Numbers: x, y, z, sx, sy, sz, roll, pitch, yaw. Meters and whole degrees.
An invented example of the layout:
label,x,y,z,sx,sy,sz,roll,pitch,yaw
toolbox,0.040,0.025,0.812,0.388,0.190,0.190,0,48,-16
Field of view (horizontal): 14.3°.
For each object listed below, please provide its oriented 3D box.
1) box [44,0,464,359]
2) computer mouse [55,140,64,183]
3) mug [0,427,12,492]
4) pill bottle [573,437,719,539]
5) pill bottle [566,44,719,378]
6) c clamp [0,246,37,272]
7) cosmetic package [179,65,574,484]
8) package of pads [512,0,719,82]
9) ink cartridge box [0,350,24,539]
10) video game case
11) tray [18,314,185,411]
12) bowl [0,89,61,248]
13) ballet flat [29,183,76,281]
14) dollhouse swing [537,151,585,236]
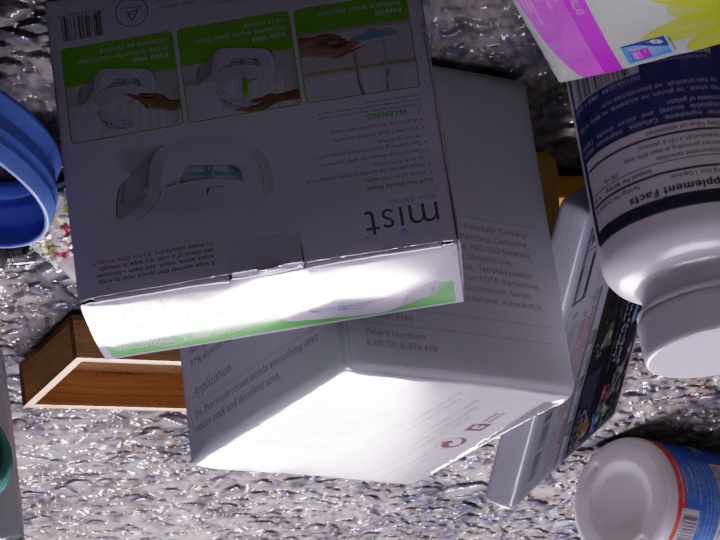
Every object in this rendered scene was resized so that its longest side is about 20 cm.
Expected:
label,x,y,z,sx,sy,sz,roll,pitch,yaw
box,-0.055,-0.062,1.509,0.199,0.177,0.097,-10,159,1
computer mouse,-0.162,-0.078,1.641,0.199,0.034,0.059,-20,166,10
mug,-0.341,0.110,1.884,0.152,0.115,0.185,-26,151,30
pill bottle,0.286,0.208,2.456,0.112,0.113,0.200,-26,153,38
pill bottle,0.183,-0.047,1.613,0.111,0.201,0.111,-8,160,-3
c clamp,-0.295,0.002,1.775,0.199,0.027,0.171,-7,162,-31
cosmetic package,0.000,0.000,1.659,0.166,0.201,0.167,7,155,-34
package of pads,0.150,-0.171,1.460,0.154,0.068,0.200,-13,160,13
ink cartridge box,-0.285,0.158,2.038,0.083,0.146,0.200,-7,159,-8
video game case,0.140,0.027,1.752,0.023,0.201,0.182,21,-156,19
tray,-0.130,0.066,2.019,0.199,0.037,0.099,2,156,-30
bowl,-0.249,-0.073,1.489,0.200,0.040,0.201,17,161,6
ballet flat,-0.139,-0.011,1.725,0.075,0.064,0.200,-17,168,24
dollhouse swing,0.090,0.031,1.851,0.175,0.182,0.200,16,150,-28
